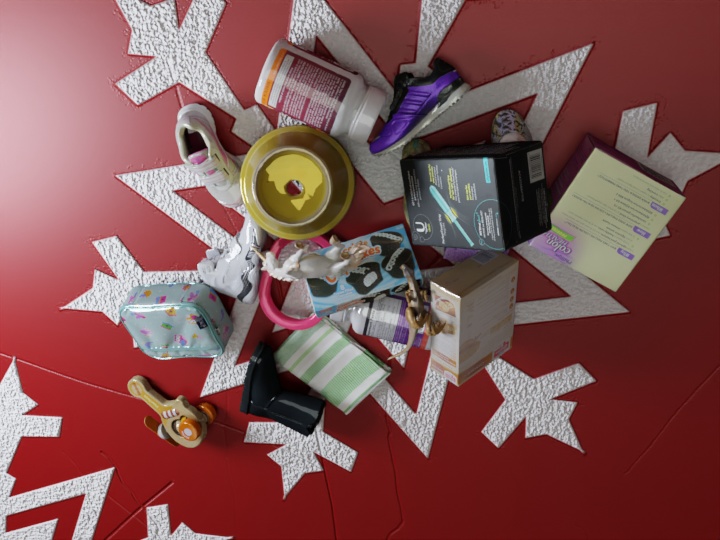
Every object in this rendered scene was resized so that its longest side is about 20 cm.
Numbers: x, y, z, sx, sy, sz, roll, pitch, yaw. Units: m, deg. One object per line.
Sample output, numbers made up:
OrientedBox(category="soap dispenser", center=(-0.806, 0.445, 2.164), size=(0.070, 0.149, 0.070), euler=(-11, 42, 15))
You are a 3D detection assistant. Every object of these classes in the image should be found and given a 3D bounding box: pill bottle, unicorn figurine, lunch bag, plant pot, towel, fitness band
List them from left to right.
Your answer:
OrientedBox(category="lunch bag", center=(-0.352, 0.103, 1.522), size=(0.200, 0.077, 0.161), euler=(-2, 130, 19))
OrientedBox(category="plant pot", center=(-0.107, -0.144, 1.313), size=(0.200, 0.189, 0.201), euler=(0, 100, -1))
OrientedBox(category="fitness band", center=(-0.115, 0.016, 1.488), size=(0.143, 0.037, 0.200), euler=(18, 108, 2))
OrientedBox(category="unicorn figurine", center=(-0.092, -0.014, 1.351), size=(0.200, 0.137, 0.074), euler=(9, 71, -7))
OrientedBox(category="pill bottle", center=(-0.064, -0.293, 1.307), size=(0.200, 0.114, 0.114), euler=(25, 115, -3))
OrientedBox(category="towel", center=(-0.058, 0.187, 1.573), size=(0.200, 0.023, 0.153), euler=(39, 114, -10))
OrientedBox(category="pill bottle", center=(0.049, 0.074, 1.459), size=(0.200, 0.111, 0.112), euler=(13, 115, 2))

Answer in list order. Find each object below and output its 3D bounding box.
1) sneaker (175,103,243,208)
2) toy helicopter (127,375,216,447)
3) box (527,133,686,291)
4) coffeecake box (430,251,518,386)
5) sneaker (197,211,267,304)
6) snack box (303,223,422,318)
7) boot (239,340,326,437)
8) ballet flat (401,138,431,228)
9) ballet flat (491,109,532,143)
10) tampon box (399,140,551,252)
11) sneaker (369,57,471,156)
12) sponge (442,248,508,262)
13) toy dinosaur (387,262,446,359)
OrientedBox(category="sneaker", center=(-0.272, -0.193, 1.394), size=(0.081, 0.088, 0.200), euler=(-26, 109, 18))
OrientedBox(category="toy helicopter", center=(-0.413, 0.300, 1.657), size=(0.200, 0.079, 0.132), euler=(40, 123, 1))
OrientedBox(category="box", center=(0.412, -0.099, 1.341), size=(0.176, 0.097, 0.200), euler=(27, 114, -5))
OrientedBox(category="coffeecake box", center=(0.201, 0.082, 1.397), size=(0.073, 0.153, 0.200), euler=(30, 137, 39))
OrientedBox(category="sneaker", center=(-0.241, -0.033, 1.469), size=(0.115, 0.075, 0.200), euler=(11, 118, 0))
OrientedBox(category="snack box", center=(0.000, 0.000, 1.410), size=(0.200, 0.116, 0.037), euler=(-18, 154, -1))
OrientedBox(category="boot", center=(-0.148, 0.240, 1.571), size=(0.168, 0.076, 0.200), euler=(18, 128, 3))
OrientedBox(category="ballet flat", center=(0.106, -0.130, 1.384), size=(0.071, 0.071, 0.200), euler=(-5, 114, 10))
OrientedBox(category="ballet flat", center=(0.262, -0.169, 1.314), size=(0.072, 0.072, 0.201), euler=(-8, 102, 11))
OrientedBox(category="tampon box", center=(0.185, -0.123, 1.272), size=(0.200, 0.126, 0.150), euler=(8, 113, 48))
OrientedBox(category="sneaker", center=(0.080, -0.281, 1.324), size=(0.200, 0.070, 0.100), euler=(-37, 98, 17))
OrientedBox(category="sponge", center=(0.229, -0.098, 1.402), size=(0.111, 0.030, 0.200), euler=(16, 115, 0))
OrientedBox(category="toy dinosaur", center=(0.097, 0.085, 1.364), size=(0.060, 0.106, 0.200), euler=(-5, 111, -20))
